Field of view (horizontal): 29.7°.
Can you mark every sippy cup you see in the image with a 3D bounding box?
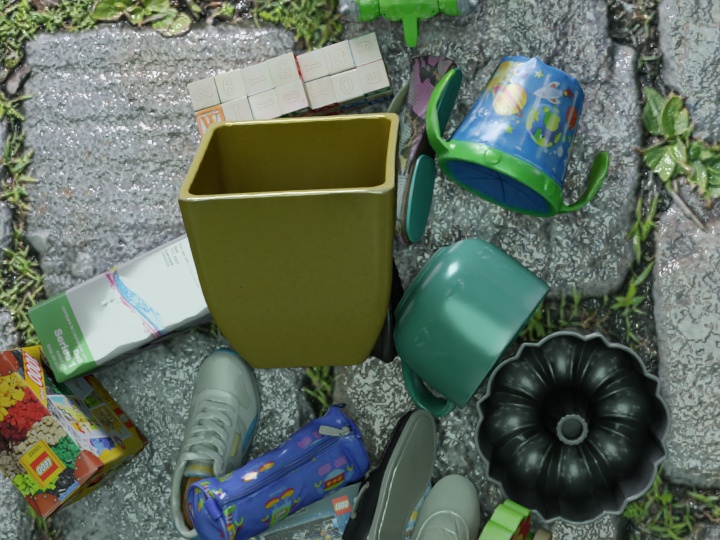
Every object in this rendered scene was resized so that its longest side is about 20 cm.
[{"bbox_3d":[0.163,-0.142,1.387,0.139,0.177,0.132,16,78,42],"label":"sippy cup"}]

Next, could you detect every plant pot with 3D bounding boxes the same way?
[{"bbox_3d":[-0.055,-0.020,1.302,0.191,0.196,0.203,-2,117,4],"label":"plant pot"}]

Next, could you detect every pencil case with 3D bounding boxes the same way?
[{"bbox_3d":[-0.080,0.211,1.385,0.198,0.087,0.078,-26,66,-27],"label":"pencil case"}]

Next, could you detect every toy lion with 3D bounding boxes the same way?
[{"bbox_3d":[0.122,0.323,1.343,0.068,0.191,0.202,23,95,18],"label":"toy lion"}]

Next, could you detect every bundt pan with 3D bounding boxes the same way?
[{"bbox_3d":[0.213,0.152,1.392,0.199,0.076,0.205,1,101,3],"label":"bundt pan"}]

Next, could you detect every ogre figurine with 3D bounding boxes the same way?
[{"bbox_3d":[0.056,-0.295,1.395,0.197,0.121,0.099,13,127,-3],"label":"ogre figurine"}]

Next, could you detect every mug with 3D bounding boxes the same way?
[{"bbox_3d":[0.094,0.057,1.375,0.114,0.152,0.186,37,93,8],"label":"mug"}]

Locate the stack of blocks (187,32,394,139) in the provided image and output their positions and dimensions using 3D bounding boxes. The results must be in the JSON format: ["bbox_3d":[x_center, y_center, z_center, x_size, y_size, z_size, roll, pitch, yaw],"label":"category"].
[{"bbox_3d":[-0.069,-0.186,1.409,0.197,0.115,0.059,-16,89,4],"label":"stack of blocks"}]

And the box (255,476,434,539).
[{"bbox_3d":[-0.005,0.295,1.439,0.197,0.038,0.138,-17,88,5],"label":"box"}]

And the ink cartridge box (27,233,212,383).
[{"bbox_3d":[-0.222,0.035,1.406,0.198,0.145,0.085,-25,88,4],"label":"ink cartridge box"}]

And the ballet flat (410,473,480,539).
[{"bbox_3d":[0.071,0.308,1.381,0.069,0.069,0.202,23,92,5],"label":"ballet flat"}]

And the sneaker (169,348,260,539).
[{"bbox_3d":[-0.154,0.184,1.432,0.075,0.081,0.203,8,89,7],"label":"sneaker"}]

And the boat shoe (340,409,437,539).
[{"bbox_3d":[0.024,0.236,1.387,0.060,0.073,0.203,10,83,42],"label":"boat shoe"}]

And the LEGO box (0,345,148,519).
[{"bbox_3d":[-0.313,0.157,1.386,0.077,0.200,0.149,-41,87,4],"label":"LEGO box"}]

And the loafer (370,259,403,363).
[{"bbox_3d":[0.000,0.000,1.431,0.070,0.073,0.203,-12,84,14],"label":"loafer"}]

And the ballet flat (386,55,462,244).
[{"bbox_3d":[0.052,-0.129,1.429,0.070,0.069,0.203,13,87,23],"label":"ballet flat"}]
